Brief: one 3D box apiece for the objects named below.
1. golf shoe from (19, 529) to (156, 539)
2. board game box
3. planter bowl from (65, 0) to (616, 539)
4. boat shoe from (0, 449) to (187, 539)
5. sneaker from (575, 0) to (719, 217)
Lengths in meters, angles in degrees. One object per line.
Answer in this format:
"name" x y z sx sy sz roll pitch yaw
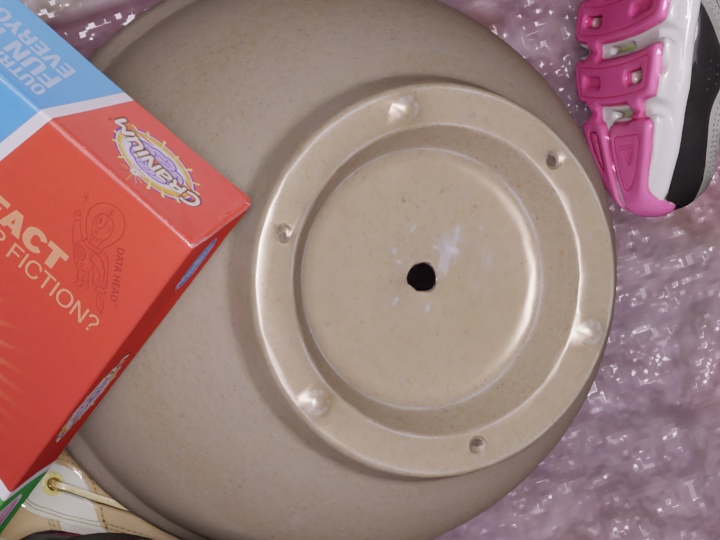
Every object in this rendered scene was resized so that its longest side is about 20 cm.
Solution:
"golf shoe" -0.022 0.130 0.972 0.200 0.088 0.077 12 74 -22
"board game box" -0.147 0.003 0.914 0.153 0.040 0.200 41 121 4
"planter bowl" 0.000 0.000 0.956 0.200 0.135 0.201 -1 92 -20
"boat shoe" -0.098 0.085 1.032 0.200 0.074 0.067 24 75 -19
"sneaker" 0.128 -0.113 0.989 0.087 0.074 0.200 12 83 -19
